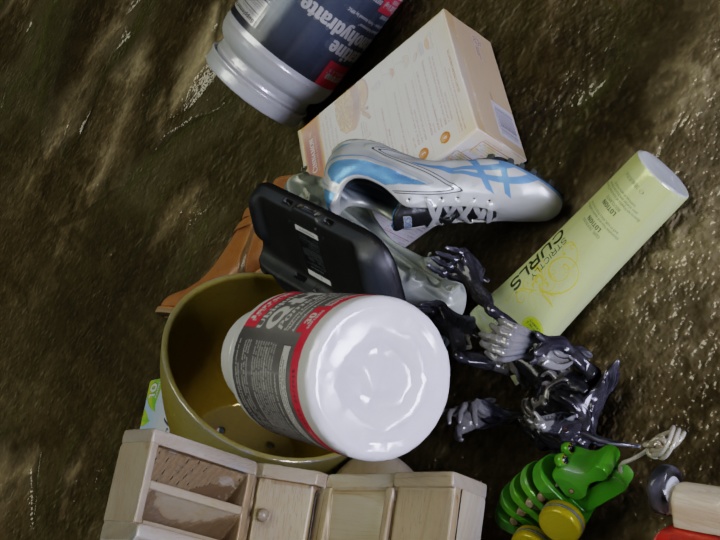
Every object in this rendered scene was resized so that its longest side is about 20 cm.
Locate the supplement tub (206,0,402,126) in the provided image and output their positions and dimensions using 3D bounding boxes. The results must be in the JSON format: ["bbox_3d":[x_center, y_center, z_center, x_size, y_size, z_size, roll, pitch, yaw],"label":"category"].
[{"bbox_3d":[-0.057,-0.268,1.203,0.200,0.140,0.140,-51,40,15],"label":"supplement tub"}]

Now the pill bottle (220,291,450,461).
[{"bbox_3d":[-0.030,0.071,0.827,0.200,0.110,0.111,0,68,63],"label":"pill bottle"}]

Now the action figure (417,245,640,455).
[{"bbox_3d":[0.109,0.077,0.836,0.200,0.102,0.119,49,127,37],"label":"action figure"}]

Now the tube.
[{"bbox_3d":[0.165,-0.003,0.875,0.200,0.052,0.058,-49,12,27],"label":"tube"}]

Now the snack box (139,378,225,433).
[{"bbox_3d":[-0.172,0.204,1.133,0.142,0.053,0.201,-15,58,45],"label":"snack box"}]

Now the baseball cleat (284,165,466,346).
[{"bbox_3d":[0.000,0.000,0.985,0.200,0.070,0.107,41,134,26],"label":"baseball cleat"}]

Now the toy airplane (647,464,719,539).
[{"bbox_3d":[0.179,0.226,0.651,0.198,0.141,0.200,-22,26,7],"label":"toy airplane"}]

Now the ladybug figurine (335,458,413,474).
[{"bbox_3d":[0.012,0.244,0.884,0.135,0.072,0.201,-14,58,42],"label":"ladybug figurine"}]

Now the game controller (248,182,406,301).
[{"bbox_3d":[-0.028,-0.007,0.929,0.200,0.042,0.105,28,132,49],"label":"game controller"}]

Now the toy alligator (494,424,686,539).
[{"bbox_3d":[0.140,0.143,0.767,0.059,0.054,0.200,-45,-9,-45],"label":"toy alligator"}]

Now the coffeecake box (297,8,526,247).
[{"bbox_3d":[0.041,-0.117,1.058,0.200,0.073,0.154,-35,48,30],"label":"coffeecake box"}]

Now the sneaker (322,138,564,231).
[{"bbox_3d":[0.066,-0.059,0.939,0.199,0.072,0.073,8,67,7],"label":"sneaker"}]

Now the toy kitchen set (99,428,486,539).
[{"bbox_3d":[-0.051,0.208,0.775,0.200,0.180,0.164,-11,61,43],"label":"toy kitchen set"}]

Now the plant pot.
[{"bbox_3d":[-0.090,0.123,1.001,0.142,0.199,0.201,115,151,-42],"label":"plant pot"}]

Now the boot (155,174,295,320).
[{"bbox_3d":[-0.126,-0.017,1.186,0.200,0.077,0.156,-13,61,41],"label":"boot"}]
